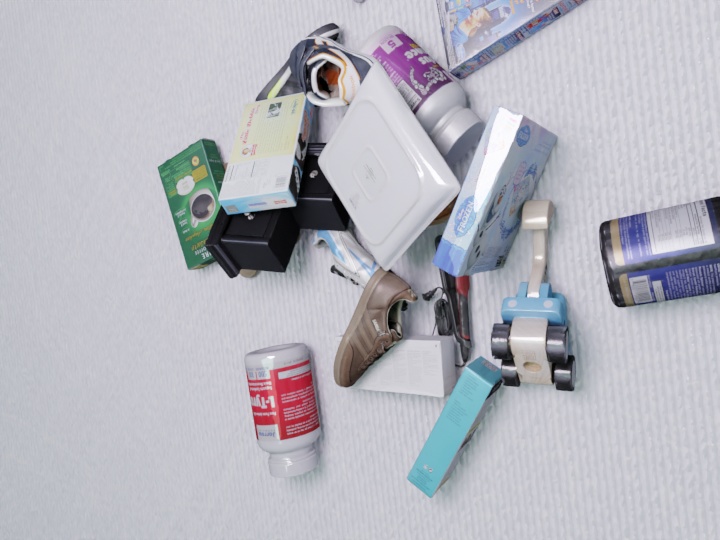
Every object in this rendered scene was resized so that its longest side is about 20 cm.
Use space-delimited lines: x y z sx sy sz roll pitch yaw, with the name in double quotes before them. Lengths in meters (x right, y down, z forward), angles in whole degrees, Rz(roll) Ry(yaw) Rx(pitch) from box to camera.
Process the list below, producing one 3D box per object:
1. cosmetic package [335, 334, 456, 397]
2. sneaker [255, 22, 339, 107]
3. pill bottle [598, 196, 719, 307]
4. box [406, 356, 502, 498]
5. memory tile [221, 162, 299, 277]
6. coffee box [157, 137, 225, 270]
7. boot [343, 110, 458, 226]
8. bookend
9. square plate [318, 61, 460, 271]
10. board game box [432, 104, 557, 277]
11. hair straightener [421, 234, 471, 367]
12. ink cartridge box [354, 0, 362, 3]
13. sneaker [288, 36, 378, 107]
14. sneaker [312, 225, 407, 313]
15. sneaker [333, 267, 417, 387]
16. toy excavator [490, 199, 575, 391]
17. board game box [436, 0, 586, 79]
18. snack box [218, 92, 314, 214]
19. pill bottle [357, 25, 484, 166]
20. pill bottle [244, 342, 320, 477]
"cosmetic package" 0.052 0.142 0.997 0.196 0.050 0.085 -1 96 37
"sneaker" -0.089 -0.310 1.050 0.083 0.072 0.199 45 116 -6
"pill bottle" 0.402 -0.025 0.782 0.195 0.111 0.115 -11 89 27
"box" 0.143 0.232 0.954 0.049 0.082 0.204 31 107 22
"memory tile" -0.199 -0.104 1.142 0.152 0.017 0.203 -35 78 25
"coffee box" -0.285 -0.116 1.151 0.121 0.044 0.205 -23 83 27
"boot" 0.055 -0.150 0.900 0.074 0.156 0.198 -44 37 -18
"bookend" -0.108 -0.090 0.990 0.193 0.093 0.204 5 60 22
"square plate" 0.022 -0.128 0.849 0.203 0.028 0.198 59 141 15
"board game box" 0.181 -0.098 0.840 0.043 0.199 0.203 28 106 24
"hair straightener" 0.134 0.047 0.976 0.076 0.040 0.206 -3 98 40
"ink cartridge box" -0.053 -0.523 0.958 0.084 0.145 0.202 -38 78 23
"sneaker" -0.058 -0.286 0.918 0.198 0.078 0.080 27 132 44
"sneaker" 0.000 0.000 1.013 0.073 0.072 0.200 -45 67 8
"sneaker" 0.020 0.100 0.943 0.074 0.070 0.204 29 116 21
"toy excavator" 0.242 0.034 0.883 0.097 0.203 0.197 -1 138 26
"board game box" 0.202 -0.398 0.883 0.195 0.061 0.206 -10 89 27
"snack box" -0.140 -0.182 0.978 0.113 0.037 0.204 -5 56 18
"pill bottle" 0.083 -0.248 0.929 0.200 0.112 0.113 48 113 15
"pill bottle" -0.127 0.232 1.078 0.110 0.112 0.206 -10 90 27
